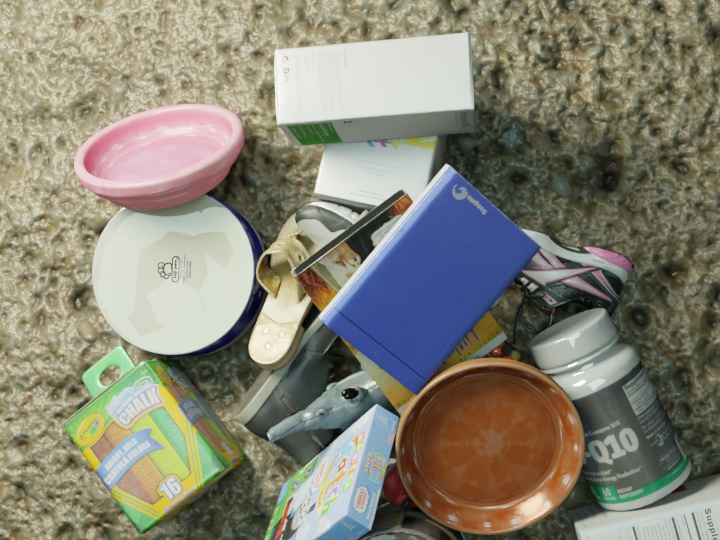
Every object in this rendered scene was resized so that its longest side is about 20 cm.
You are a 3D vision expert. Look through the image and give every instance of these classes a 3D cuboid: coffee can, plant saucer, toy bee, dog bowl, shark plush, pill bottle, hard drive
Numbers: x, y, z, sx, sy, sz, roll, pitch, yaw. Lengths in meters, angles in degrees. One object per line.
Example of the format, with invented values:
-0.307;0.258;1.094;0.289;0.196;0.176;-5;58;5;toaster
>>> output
0.046;0.335;1.060;0.146;0.200;0.147;0;86;6;coffee can
0.137;0.186;1.045;0.200;0.032;0.201;0;107;0;plant saucer
0.138;0.112;1.116;0.131;0.109;0.200;17;88;8;toy bee
-0.214;0.003;1.175;0.200;0.079;0.201;-1;85;6;dog bowl
-0.014;0.134;1.096;0.200;0.083;0.091;-9;73;-12;shark plush
-0.232;-0.131;1.154;0.200;0.201;0.051;-6;124;6;plant saucer
0.270;0.151;1.080;0.113;0.113;0.200;-27;93;3;pill bottle
0.072;0.011;0.998;0.132;0.025;0.200;39;93;-18;hard drive

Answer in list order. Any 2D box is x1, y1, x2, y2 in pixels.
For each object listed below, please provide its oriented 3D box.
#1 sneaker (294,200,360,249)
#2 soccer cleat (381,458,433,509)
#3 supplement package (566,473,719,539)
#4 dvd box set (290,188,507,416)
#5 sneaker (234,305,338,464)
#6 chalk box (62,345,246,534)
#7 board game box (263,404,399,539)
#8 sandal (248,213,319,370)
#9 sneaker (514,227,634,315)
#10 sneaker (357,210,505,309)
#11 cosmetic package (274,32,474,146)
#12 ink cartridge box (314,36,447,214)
0.000;0.000;1.124;0.200;0.074;0.080;40;67;-10;sneaker
0.114;0.233;1.131;0.200;0.085;0.069;-2;103;-16;soccer cleat
0.343;0.306;1.071;0.200;0.121;0.120;-15;85;4;supplement package
0.043;0.037;1.030;0.146;0.029;0.200;-36;109;0;dvd box set
-0.049;0.124;1.163;0.106;0.075;0.200;39;82;-12;sneaker
-0.249;0.182;1.142;0.124;0.124;0.200;-39;83;2;chalk box
-0.040;0.253;1.058;0.037;0.151;0.200;35;128;-13;board game box
-0.086;0.005;1.125;0.077;0.070;0.212;4;62;19;sandal
0.209;0.005;1.128;0.200;0.080;0.087;14;84;8;sneaker
0.077;-0.012;1.070;0.200;0.076;0.092;9;112;-21;sneaker
0.019;-0.187;1.024;0.200;0.108;0.085;-3;84;8;cosmetic package
0.035;-0.163;1.138;0.125;0.129;0.200;12;86;7;ink cartridge box
